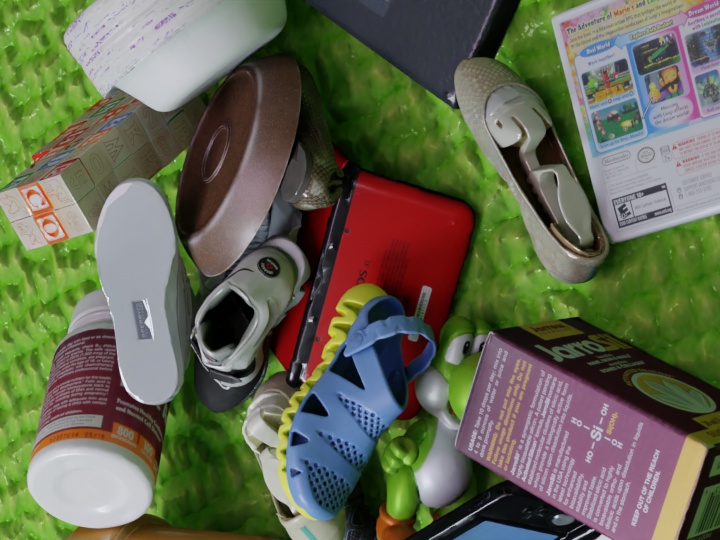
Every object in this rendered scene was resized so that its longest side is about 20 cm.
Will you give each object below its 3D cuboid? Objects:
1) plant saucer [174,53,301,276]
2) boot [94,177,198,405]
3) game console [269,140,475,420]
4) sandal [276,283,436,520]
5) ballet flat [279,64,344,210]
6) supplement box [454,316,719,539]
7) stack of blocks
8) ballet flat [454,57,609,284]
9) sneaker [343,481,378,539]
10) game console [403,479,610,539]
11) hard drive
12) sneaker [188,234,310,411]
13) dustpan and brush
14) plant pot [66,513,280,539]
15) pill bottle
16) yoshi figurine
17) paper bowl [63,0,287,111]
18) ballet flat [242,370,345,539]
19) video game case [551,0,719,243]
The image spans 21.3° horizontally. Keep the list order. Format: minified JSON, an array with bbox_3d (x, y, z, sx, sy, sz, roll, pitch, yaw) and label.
[{"bbox_3d":[-0.111,-0.095,1.635,0.200,0.034,0.201,-48,32,43],"label":"plant saucer"},{"bbox_3d":[-0.181,0.008,1.656,0.073,0.096,0.202,1,109,6],"label":"boot"},{"bbox_3d":[0.000,0.000,1.643,0.171,0.119,0.202,17,109,4],"label":"game console"},{"bbox_3d":[-0.001,0.102,1.514,0.087,0.079,0.201,4,67,43],"label":"sandal"},{"bbox_3d":[-0.045,-0.109,1.602,0.068,0.046,0.200,-61,23,25],"label":"ballet flat"},{"bbox_3d":[0.193,0.123,1.430,0.199,0.130,0.104,27,111,33],"label":"supplement box"},{"bbox_3d":[-0.234,-0.097,1.702,0.115,0.200,0.059,-15,113,38],"label":"stack of blocks"},{"bbox_3d":[0.139,-0.086,1.484,0.201,0.067,0.062,62,160,7],"label":"ballet flat"},{"bbox_3d":[-0.012,0.218,1.660,0.081,0.073,0.202,-1,86,5],"label":"sneaker"},{"bbox_3d":[0.117,0.266,1.509,0.200,0.175,0.117,-36,52,35],"label":"game console"},{"bbox_3d":[0.040,-0.242,1.569,0.200,0.033,0.140,39,118,29],"label":"hard drive"},{"bbox_3d":[-0.116,0.058,1.626,0.074,0.088,0.201,38,133,14],"label":"sneaker"},{"bbox_3d":[-0.121,0.000,1.703,0.140,0.057,0.201,54,138,44],"label":"dustpan and brush"},{"bbox_3d":[-0.149,0.311,1.709,0.182,0.200,0.202,-10,89,23],"label":"plant pot"},{"bbox_3d":[-0.228,0.120,1.727,0.114,0.114,0.201,-38,32,36],"label":"pill bottle"},{"bbox_3d":[0.078,0.141,1.549,0.111,0.112,0.202,16,104,20],"label":"yoshi figurine"},{"bbox_3d":[-0.142,-0.211,1.617,0.200,0.201,0.105,-34,94,37],"label":"paper bowl"},{"bbox_3d":[-0.063,0.149,1.602,0.070,0.069,0.201,-59,36,28],"label":"ballet flat"},{"bbox_3d":[0.246,-0.132,1.422,0.199,0.024,0.184,-17,84,40],"label":"video game case"}]
